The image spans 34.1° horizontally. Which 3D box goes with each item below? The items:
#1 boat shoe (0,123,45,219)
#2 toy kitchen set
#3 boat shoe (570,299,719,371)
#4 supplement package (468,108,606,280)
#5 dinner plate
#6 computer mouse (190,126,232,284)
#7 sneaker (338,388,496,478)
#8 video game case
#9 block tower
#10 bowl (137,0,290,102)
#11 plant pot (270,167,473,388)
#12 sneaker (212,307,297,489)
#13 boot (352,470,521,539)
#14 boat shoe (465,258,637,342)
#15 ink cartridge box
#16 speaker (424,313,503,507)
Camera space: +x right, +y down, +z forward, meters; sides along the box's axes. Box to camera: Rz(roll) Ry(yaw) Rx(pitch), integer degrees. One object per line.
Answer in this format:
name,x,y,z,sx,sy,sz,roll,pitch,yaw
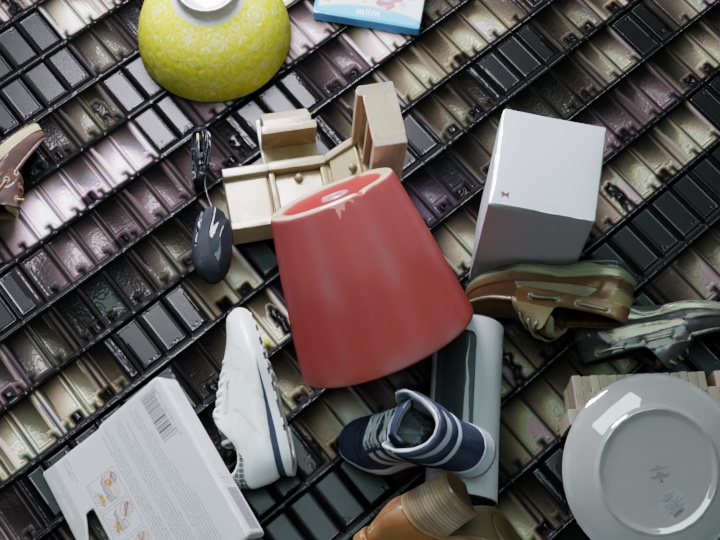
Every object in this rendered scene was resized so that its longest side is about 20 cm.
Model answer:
boat shoe,-0.432,-0.088,1.389,0.072,0.072,0.201,44,58,-15
toy kitchen set,-0.065,-0.155,1.352,0.196,0.181,0.166,-9,65,-9
boat shoe,0.336,0.078,1.325,0.196,0.075,0.075,-3,76,7
supplement package,0.193,-0.069,1.309,0.115,0.201,0.119,11,67,4
dinner plate,0.313,0.212,1.248,0.196,0.024,0.204,0,88,-2
computer mouse,-0.186,-0.079,1.384,0.034,0.059,0.203,6,61,-34
sneaker,0.032,0.166,1.208,0.198,0.108,0.071,-3,66,41
video game case,0.023,-0.409,1.553,0.140,0.018,0.203,10,67,2
block tower,0.319,0.147,1.297,0.196,0.054,0.059,-3,66,-3
bowl,-0.186,-0.323,1.464,0.196,0.108,0.204,0,67,-1
plant pot,0.000,0.000,1.246,0.198,0.200,0.180,-24,102,-11
sneaker,-0.128,0.137,1.287,0.079,0.077,0.203,-16,66,2
boot,0.081,0.304,1.205,0.154,0.200,0.077,-37,35,15
boat shoe,0.206,0.037,1.297,0.197,0.076,0.075,-8,61,31
ink cartridge box,-0.223,0.247,1.251,0.175,0.045,0.201,-38,70,11
speaker,0.113,0.155,1.276,0.080,0.081,0.203,5,67,1
